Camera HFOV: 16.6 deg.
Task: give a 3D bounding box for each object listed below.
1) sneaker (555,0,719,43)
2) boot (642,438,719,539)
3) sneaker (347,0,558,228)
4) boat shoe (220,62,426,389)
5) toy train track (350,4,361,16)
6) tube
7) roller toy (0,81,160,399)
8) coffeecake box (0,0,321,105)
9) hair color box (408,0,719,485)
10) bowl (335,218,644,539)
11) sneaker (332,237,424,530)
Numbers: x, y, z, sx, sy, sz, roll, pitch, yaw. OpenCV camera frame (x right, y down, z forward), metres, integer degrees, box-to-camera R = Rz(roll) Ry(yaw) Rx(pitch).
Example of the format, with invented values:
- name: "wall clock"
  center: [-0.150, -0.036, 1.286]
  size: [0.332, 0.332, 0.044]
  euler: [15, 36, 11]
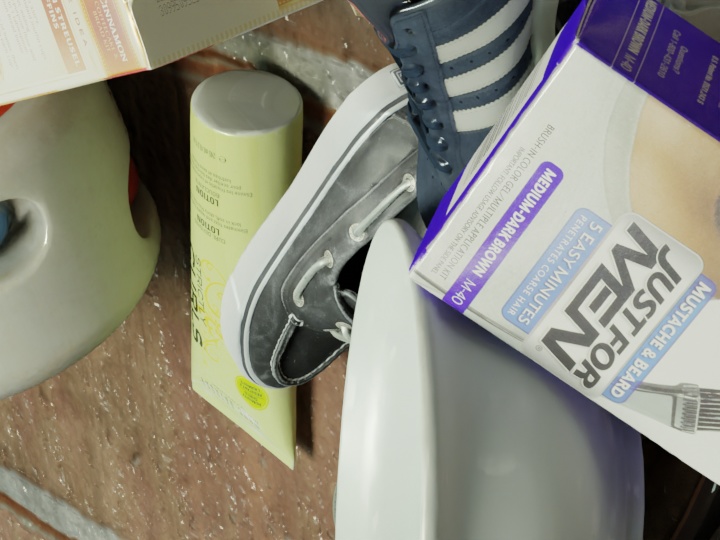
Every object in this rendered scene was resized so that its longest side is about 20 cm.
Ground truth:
- name: "sneaker"
  center: [0.123, -0.073, 0.855]
  size: [0.115, 0.075, 0.200]
  euler: [56, 149, 11]
- name: "boot"
  center: [0.102, 0.094, 0.971]
  size: [0.075, 0.074, 0.200]
  euler: [41, 142, 11]
- name: "sneaker"
  center: [0.024, -0.087, 0.847]
  size: [0.075, 0.084, 0.201]
  euler: [-125, 31, -42]
- name: "boat shoe"
  center: [0.000, 0.000, 1.052]
  size: [0.068, 0.071, 0.200]
  euler: [62, 140, 28]
- name: "toy train track"
  center: [0.013, -0.187, 0.896]
  size: [0.115, 0.032, 0.201]
  euler: [-114, 33, -53]
- name: "tube"
  center: [-0.054, 0.002, 1.148]
  size: [0.058, 0.051, 0.201]
  euler: [-92, 4, -49]
- name: "roller toy"
  center: [-0.195, -0.039, 1.171]
  size: [0.181, 0.200, 0.140]
  euler: [7, 133, 33]
- name: "coffeecake box"
  center: [-0.093, -0.127, 1.026]
  size: [0.199, 0.153, 0.074]
  euler: [-6, 106, 53]
- name: "hair color box"
  center: [0.129, 0.006, 0.811]
  size: [0.199, 0.065, 0.110]
  euler: [32, 124, -4]
- name: "bowl"
  center: [0.047, 0.083, 0.887]
  size: [0.201, 0.090, 0.203]
  euler: [-178, 90, -82]
- name: "sneaker"
  center: [0.043, 0.058, 1.027]
  size: [0.070, 0.080, 0.201]
  euler: [29, 129, 19]
